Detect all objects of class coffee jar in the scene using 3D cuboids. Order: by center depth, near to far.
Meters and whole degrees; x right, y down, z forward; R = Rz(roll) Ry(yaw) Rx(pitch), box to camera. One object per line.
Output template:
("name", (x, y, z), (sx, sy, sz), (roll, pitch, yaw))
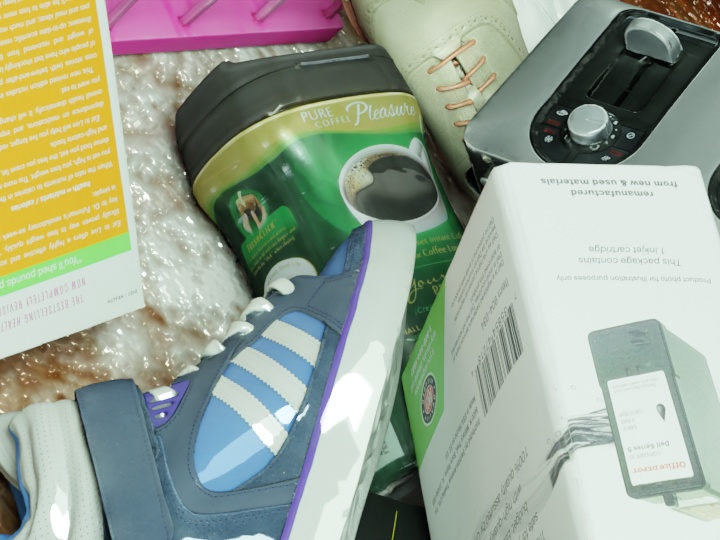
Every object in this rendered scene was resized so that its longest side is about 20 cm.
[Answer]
("coffee jar", (0.000, 0.000, 1.099), (0.104, 0.085, 0.201), (-10, 70, -39))

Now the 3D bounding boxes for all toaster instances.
("toaster", (0.157, -0.003, 1.071), (0.119, 0.180, 0.200), (-52, 145, -25))

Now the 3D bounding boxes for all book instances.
("book", (-0.150, -0.066, 0.956), (0.133, 0.048, 0.201), (-23, 115, -47))

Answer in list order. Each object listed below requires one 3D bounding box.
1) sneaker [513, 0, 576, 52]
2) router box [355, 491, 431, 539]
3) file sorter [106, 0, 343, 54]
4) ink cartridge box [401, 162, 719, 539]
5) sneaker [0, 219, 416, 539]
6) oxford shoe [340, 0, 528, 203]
("sneaker", (0.049, -0.169, 1.282), (0.087, 0.075, 0.201), (-11, 68, -40))
("router box", (0.007, 0.178, 0.968), (0.149, 0.051, 0.201), (17, 47, -6))
("file sorter", (-0.075, -0.187, 1.136), (0.200, 0.125, 0.139), (-9, 68, -46))
("ink cartridge box", (0.084, 0.084, 0.930), (0.084, 0.146, 0.201), (0, 55, -16))
("sneaker", (-0.065, 0.049, 0.972), (0.146, 0.081, 0.201), (13, 54, 5))
("oxford shoe", (0.049, -0.092, 1.156), (0.200, 0.071, 0.074), (53, 6, -46))
